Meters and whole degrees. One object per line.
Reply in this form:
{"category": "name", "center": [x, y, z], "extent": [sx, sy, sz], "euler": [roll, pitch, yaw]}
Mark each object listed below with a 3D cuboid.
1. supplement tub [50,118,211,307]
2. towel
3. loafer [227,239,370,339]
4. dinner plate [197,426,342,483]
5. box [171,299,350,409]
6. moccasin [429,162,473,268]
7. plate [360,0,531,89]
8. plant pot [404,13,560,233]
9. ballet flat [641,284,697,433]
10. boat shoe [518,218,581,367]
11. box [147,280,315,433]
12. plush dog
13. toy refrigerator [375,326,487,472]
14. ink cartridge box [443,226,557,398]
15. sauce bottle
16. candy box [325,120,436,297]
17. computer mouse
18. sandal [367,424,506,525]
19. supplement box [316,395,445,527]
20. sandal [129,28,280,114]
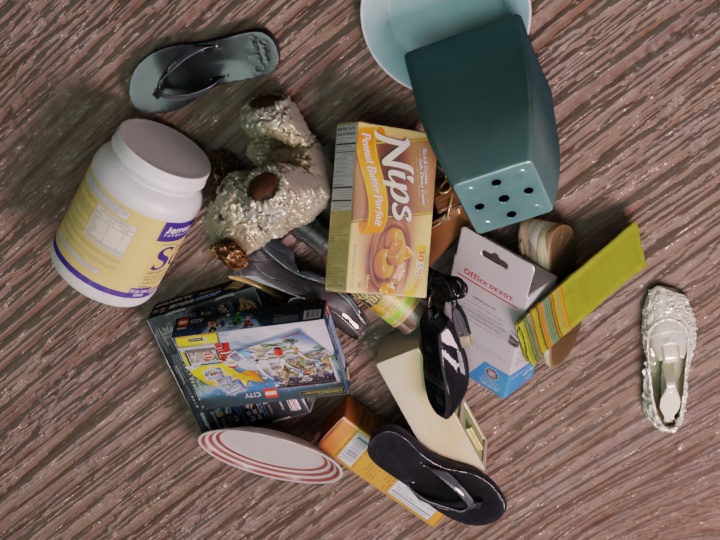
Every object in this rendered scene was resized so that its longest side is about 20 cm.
{"category": "supplement tub", "center": [-0.282, -0.072, 1.685], "extent": [0.145, 0.145, 0.200], "euler": [30, 116, -6]}
{"category": "towel", "center": [0.269, 0.028, 1.648], "extent": [0.200, 0.018, 0.086], "euler": [-39, 142, -13]}
{"category": "loafer", "center": [-0.080, 0.033, 1.735], "extent": [0.200, 0.072, 0.073], "euler": [35, 159, -3]}
{"category": "dinner plate", "center": [-0.119, 0.243, 1.827], "extent": [0.200, 0.024, 0.200], "euler": [10, 156, 4]}
{"category": "box", "center": [-0.125, 0.109, 1.736], "extent": [0.199, 0.038, 0.137], "euler": [-7, 132, 11]}
{"category": "moccasin", "center": [0.110, -0.088, 1.667], "extent": [0.078, 0.074, 0.201], "euler": [34, 125, -17]}
{"category": "plate", "center": [0.099, -0.301, 1.588], "extent": [0.200, 0.026, 0.201], "euler": [3, 116, 7]}
{"category": "plant pot", "center": [0.145, -0.152, 1.530], "extent": [0.141, 0.200, 0.141], "euler": [-17, 139, 14]}
{"category": "ballet flat", "center": [0.393, 0.118, 1.724], "extent": [0.072, 0.072, 0.200], "euler": [-2, 114, 9]}
{"category": "boat shoe", "center": [0.231, 0.027, 1.709], "extent": [0.065, 0.072, 0.200], "euler": [19, 129, 40]}
{"category": "box", "center": [-0.171, 0.118, 1.814], "extent": [0.159, 0.046, 0.200], "euler": [-17, 112, 15]}
{"category": "plush dog", "center": [-0.117, -0.089, 1.656], "extent": [0.172, 0.200, 0.160], "euler": [-28, 135, 27]}
{"category": "toy refrigerator", "center": [0.098, 0.174, 1.786], "extent": [0.070, 0.076, 0.200], "euler": [-22, 110, 17]}
{"category": "ink cartridge box", "center": [0.169, 0.041, 1.677], "extent": [0.116, 0.068, 0.200], "euler": [31, 131, 29]}
{"category": "sauce bottle", "center": [0.000, 0.000, 1.724], "extent": [0.200, 0.065, 0.065], "euler": [37, 115, -10]}
{"category": "candy box", "center": [0.026, -0.070, 1.619], "extent": [0.115, 0.055, 0.201], "euler": [5, 88, -33]}
{"category": "computer mouse", "center": [0.115, 0.088, 1.651], "extent": [0.046, 0.140, 0.201], "euler": [-12, 101, -18]}
{"category": "sandal", "center": [0.095, 0.275, 1.760], "extent": [0.200, 0.043, 0.076], "euler": [30, 116, -6]}
{"category": "supplement box", "center": [0.041, 0.258, 1.840], "extent": [0.200, 0.067, 0.069], "euler": [38, 113, -11]}
{"category": "sandal", "center": [-0.196, -0.244, 1.647], "extent": [0.200, 0.043, 0.076], "euler": [-19, 111, 16]}
